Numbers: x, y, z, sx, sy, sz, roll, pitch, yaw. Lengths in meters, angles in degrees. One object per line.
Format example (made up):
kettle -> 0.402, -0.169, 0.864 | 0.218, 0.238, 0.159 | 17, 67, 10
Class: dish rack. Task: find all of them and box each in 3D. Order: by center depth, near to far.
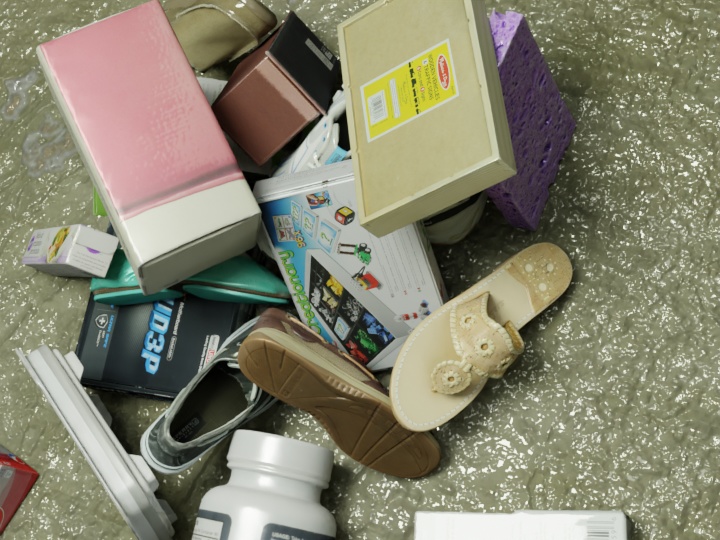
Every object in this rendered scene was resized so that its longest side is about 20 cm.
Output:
dish rack -> -0.226, 0.159, 1.045 | 0.044, 0.172, 0.200 | -32, 64, -16

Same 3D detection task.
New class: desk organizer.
desk organizer -> -0.075, -0.169, 1.072 | 0.077, 0.200, 0.072 | -40, 105, 17

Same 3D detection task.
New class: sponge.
sponge -> 0.130, -0.121, 0.990 | 0.030, 0.200, 0.112 | 18, 79, 27

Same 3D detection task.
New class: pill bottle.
pill bottle -> -0.085, 0.242, 0.989 | 0.119, 0.120, 0.200 | 7, 75, 20

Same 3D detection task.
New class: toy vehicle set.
toy vehicle set -> 0.046, -0.137, 0.910 | 0.124, 0.027, 0.200 | -23, 56, 28

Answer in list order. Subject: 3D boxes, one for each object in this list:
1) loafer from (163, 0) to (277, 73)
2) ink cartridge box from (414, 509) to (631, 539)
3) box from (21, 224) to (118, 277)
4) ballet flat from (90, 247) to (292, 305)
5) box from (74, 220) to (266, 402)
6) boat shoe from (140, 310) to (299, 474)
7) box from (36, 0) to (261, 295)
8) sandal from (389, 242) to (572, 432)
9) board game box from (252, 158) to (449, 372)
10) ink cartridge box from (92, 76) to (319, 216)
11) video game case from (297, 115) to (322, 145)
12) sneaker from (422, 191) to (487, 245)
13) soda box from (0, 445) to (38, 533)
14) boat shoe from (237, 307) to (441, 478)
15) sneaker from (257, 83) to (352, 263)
loafer -> -0.149, -0.231, 1.151 | 0.200, 0.076, 0.067 | 5, 65, 60
ink cartridge box -> 0.130, 0.295, 0.942 | 0.173, 0.044, 0.200 | -3, 72, 18
box -> -0.278, -0.018, 1.112 | 0.200, 0.041, 0.039 | 0, 69, 64
ballet flat -> -0.155, -0.005, 1.067 | 0.200, 0.067, 0.070 | 0, 79, 19
box -> -0.180, 0.026, 1.130 | 0.159, 0.046, 0.200 | 7, 75, 20
boat shoe -> -0.106, 0.102, 1.025 | 0.072, 0.071, 0.200 | 46, 54, -5
box -> -0.173, -0.098, 0.976 | 0.109, 0.128, 0.200 | -25, 83, -12
sandal -> 0.108, 0.045, 0.974 | 0.212, 0.070, 0.078 | -43, 92, -22
board game box -> 0.000, 0.000, 1.007 | 0.126, 0.200, 0.035 | -12, 33, 14
ink cartridge box -> -0.144, -0.113, 1.120 | 0.200, 0.076, 0.148 | 7, 42, -5
video game case -> 0.016, -0.111, 1.065 | 0.200, 0.019, 0.143 | -26, 51, 36
sneaker -> 0.103, -0.121, 1.061 | 0.076, 0.088, 0.200 | 19, 79, 24
soda box -> -0.397, 0.258, 1.114 | 0.063, 0.070, 0.200 | 29, 84, 23
boat shoe -> -0.011, 0.101, 1.013 | 0.200, 0.072, 0.072 | 33, 125, -8
sneaker -> -0.030, -0.092, 1.008 | 0.075, 0.087, 0.200 | 32, 99, -5
